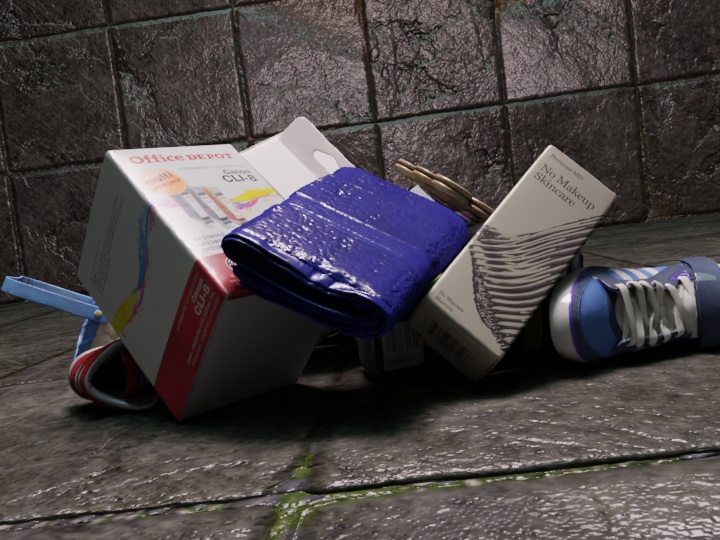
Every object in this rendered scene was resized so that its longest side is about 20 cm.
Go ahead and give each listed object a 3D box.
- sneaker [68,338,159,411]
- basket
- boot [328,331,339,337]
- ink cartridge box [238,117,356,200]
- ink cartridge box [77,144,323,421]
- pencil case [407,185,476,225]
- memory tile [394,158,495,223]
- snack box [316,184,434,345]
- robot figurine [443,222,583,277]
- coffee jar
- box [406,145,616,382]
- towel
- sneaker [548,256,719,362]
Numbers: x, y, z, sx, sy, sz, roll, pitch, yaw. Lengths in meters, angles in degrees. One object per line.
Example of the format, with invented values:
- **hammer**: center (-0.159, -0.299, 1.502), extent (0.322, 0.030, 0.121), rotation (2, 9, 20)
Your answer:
- **sneaker**: center (-0.185, 0.086, 0.746), extent (0.197, 0.073, 0.112), rotation (-18, 4, -24)
- **basket**: center (-0.341, 0.047, 0.951), extent (0.197, 0.141, 0.176), rotation (24, -5, -15)
- **boot**: center (-0.093, 0.056, 1.006), extent (0.197, 0.072, 0.144), rotation (-1, 4, 19)
- **ink cartridge box**: center (-0.082, -0.053, 0.826), extent (0.125, 0.128, 0.201), rotation (-39, -11, -50)
- **ink cartridge box**: center (-0.140, 0.000, 0.684), extent (0.144, 0.146, 0.200), rotation (-13, 48, -46)
- **pencil case**: center (0.123, -0.027, 0.973), extent (0.198, 0.086, 0.084), rotation (34, -7, 9)
- **memory tile**: center (0.139, -0.075, 0.942), extent (0.198, 0.017, 0.153), rotation (30, 5, -30)
- **snack box**: center (0.000, 0.000, 0.863), extent (0.200, 0.053, 0.143), rotation (-39, -9, -43)
- **robot figurine**: center (0.148, 0.009, 0.854), extent (0.197, 0.153, 0.125), rotation (-7, 18, 32)
- **coffee jar**: center (0.095, 0.044, 0.716), extent (0.196, 0.087, 0.104), rotation (-8, 5, -11)
- **box**: center (0.131, -0.009, 0.646), extent (0.200, 0.082, 0.069), rotation (-49, -8, -25)
- **towel**: center (-0.004, -0.018, 0.618), extent (0.146, 0.050, 0.200), rotation (26, 32, 15)
- **sneaker**: center (0.264, 0.029, 0.634), extent (0.145, 0.082, 0.198), rotation (-10, -4, 43)
